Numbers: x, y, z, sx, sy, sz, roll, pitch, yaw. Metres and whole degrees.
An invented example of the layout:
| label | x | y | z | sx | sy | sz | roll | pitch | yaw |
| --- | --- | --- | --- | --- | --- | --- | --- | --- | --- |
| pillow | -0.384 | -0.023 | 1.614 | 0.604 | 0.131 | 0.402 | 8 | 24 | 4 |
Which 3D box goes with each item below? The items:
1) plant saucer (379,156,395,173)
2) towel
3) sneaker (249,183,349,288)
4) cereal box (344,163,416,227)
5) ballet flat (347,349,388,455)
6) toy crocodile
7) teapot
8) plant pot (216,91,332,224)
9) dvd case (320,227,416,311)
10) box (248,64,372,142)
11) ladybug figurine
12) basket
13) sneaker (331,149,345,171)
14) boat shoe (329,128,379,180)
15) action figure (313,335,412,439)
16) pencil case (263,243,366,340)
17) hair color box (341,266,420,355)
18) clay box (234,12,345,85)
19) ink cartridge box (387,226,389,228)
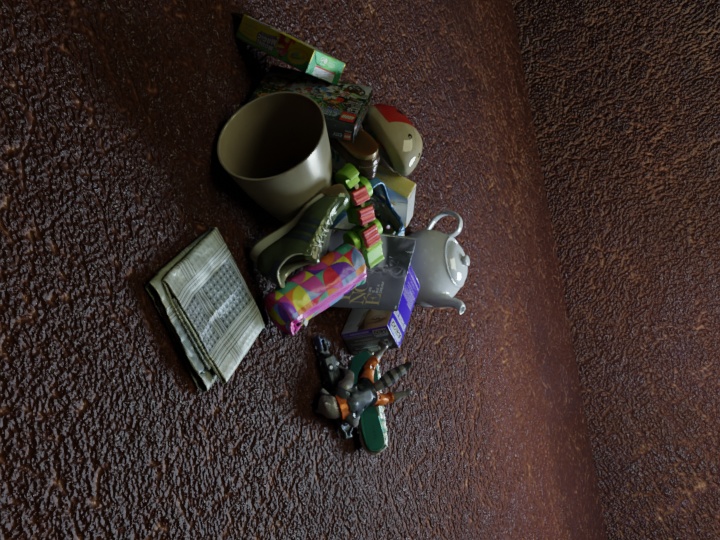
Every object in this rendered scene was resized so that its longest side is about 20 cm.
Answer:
| label | x | y | z | sx | sy | sz | roll | pitch | yaw |
| --- | --- | --- | --- | --- | --- | --- | --- | --- | --- |
| plant saucer | 0.015 | -0.232 | 1.700 | 0.200 | 0.034 | 0.200 | 47 | -1 | 1 |
| towel | -0.224 | 0.055 | 1.223 | 0.195 | 0.034 | 0.200 | 67 | 29 | -20 |
| sneaker | -0.084 | -0.049 | 1.347 | 0.090 | 0.199 | 0.067 | 53 | 1 | 25 |
| cereal box | 0.040 | -0.160 | 1.631 | 0.040 | 0.143 | 0.200 | -60 | 171 | -10 |
| ballet flat | 0.011 | 0.257 | 1.578 | 0.071 | 0.071 | 0.203 | 7 | 75 | -61 |
| toy crocodile | 0.001 | -0.095 | 1.423 | 0.067 | 0.061 | 0.202 | -29 | 118 | -25 |
| teapot | 0.192 | -0.016 | 1.936 | 0.197 | 0.144 | 0.202 | -48 | 120 | -58 |
| plant pot | -0.121 | -0.165 | 1.385 | 0.201 | 0.184 | 0.190 | 65 | 26 | -53 |
| dvd case | 0.000 | 0.000 | 1.504 | 0.197 | 0.016 | 0.151 | 5 | 109 | -27 |
| box | -0.089 | -0.305 | 1.468 | 0.137 | 0.197 | 0.038 | -70 | 171 | -47 |
| ladybug figurine | 0.061 | -0.257 | 1.538 | 0.136 | 0.071 | 0.200 | 59 | -2 | -37 |
| basket | -0.004 | -0.072 | 1.551 | 0.139 | 0.176 | 0.200 | 47 | -4 | 23 |
| sneaker | -0.084 | -0.226 | 1.585 | 0.200 | 0.070 | 0.095 | 40 | 53 | -48 |
| boat shoe | -0.030 | -0.245 | 1.498 | 0.201 | 0.070 | 0.071 | 57 | -17 | 34 |
| action figure | -0.007 | 0.200 | 1.487 | 0.192 | 0.104 | 0.202 | -29 | 102 | -33 |
| pencil case | -0.074 | 0.034 | 1.393 | 0.199 | 0.088 | 0.089 | -38 | 115 | -31 |
| hair color box | 0.044 | 0.079 | 1.649 | 0.065 | 0.108 | 0.201 | 61 | 31 | -29 |
| clay box | -0.137 | -0.405 | 1.470 | 0.114 | 0.199 | 0.048 | 0 | 118 | -62 |
| ink cartridge box | 0.056 | -0.070 | 1.810 | 0.200 | 0.043 | 0.199 | 43 | 42 | -46 |
